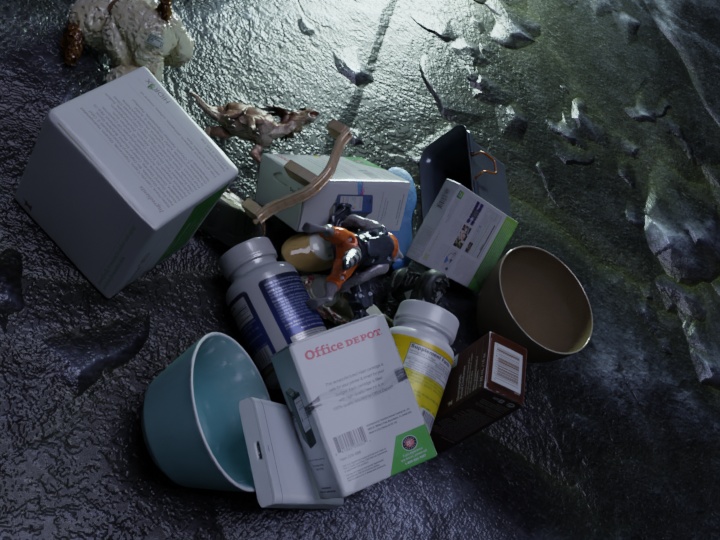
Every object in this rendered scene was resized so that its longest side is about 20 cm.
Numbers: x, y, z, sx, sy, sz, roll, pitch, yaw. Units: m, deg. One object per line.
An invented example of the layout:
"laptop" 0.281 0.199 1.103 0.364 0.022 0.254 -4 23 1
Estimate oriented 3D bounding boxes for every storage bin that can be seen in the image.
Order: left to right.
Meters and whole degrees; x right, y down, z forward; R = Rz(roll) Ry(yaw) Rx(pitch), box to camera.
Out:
"storage bin" 0.207 -0.147 1.612 0.134 0.145 0.200 23 50 -35

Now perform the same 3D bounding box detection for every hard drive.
"hard drive" -0.086 0.240 1.144 0.200 0.027 0.132 34 37 -63

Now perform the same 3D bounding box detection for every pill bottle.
"pill bottle" -0.123 0.058 1.254 0.111 0.111 0.200 -16 73 -41
"pill bottle" 0.070 0.152 1.291 0.114 0.114 0.200 28 68 -17

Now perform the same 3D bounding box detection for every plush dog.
"plush dog" -0.367 -0.374 1.358 0.171 0.161 0.200 18 46 9

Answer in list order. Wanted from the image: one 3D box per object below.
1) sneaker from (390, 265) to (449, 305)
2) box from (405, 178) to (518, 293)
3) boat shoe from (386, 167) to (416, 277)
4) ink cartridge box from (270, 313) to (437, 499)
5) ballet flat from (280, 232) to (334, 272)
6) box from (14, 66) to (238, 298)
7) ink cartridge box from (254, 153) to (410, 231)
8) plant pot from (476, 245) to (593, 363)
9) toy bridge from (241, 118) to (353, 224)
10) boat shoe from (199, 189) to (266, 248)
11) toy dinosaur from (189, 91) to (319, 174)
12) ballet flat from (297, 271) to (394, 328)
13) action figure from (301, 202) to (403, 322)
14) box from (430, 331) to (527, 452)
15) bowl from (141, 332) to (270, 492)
"sneaker" 0.085 0.029 1.390 0.090 0.200 0.067 34 80 8
"box" 0.173 -0.053 1.482 0.036 0.145 0.200 32 5 42
"boat shoe" 0.048 -0.082 1.500 0.084 0.069 0.200 15 58 -11
"ink cartridge box" -0.010 0.174 1.145 0.146 0.084 0.200 -16 82 -27
"ballet flat" -0.042 -0.040 1.380 0.200 0.063 0.069 -8 69 -53
"box" -0.312 -0.115 1.172 0.200 0.199 0.171 48 47 0
"ink cartridge box" -0.046 -0.125 1.400 0.200 0.088 0.145 -1 24 -37
"plant pot" 0.275 0.076 1.506 0.200 0.134 0.201 18 54 -26
"toy bridge" -0.082 -0.135 1.269 0.067 0.027 0.200 34 72 35
"boat shoe" -0.228 -0.099 1.318 0.200 0.076 0.074 36 18 1
"toy dinosaur" -0.180 -0.242 1.435 0.200 0.086 0.136 22 42 -6
"ballet flat" -0.024 0.051 1.361 0.200 0.064 0.076 32 47 -13
"action figure" 0.000 0.000 1.274 0.193 0.104 0.200 -21 99 -53
"box" 0.156 0.182 1.309 0.075 0.200 0.100 26 49 -16
"bowl" -0.195 0.187 1.094 0.201 0.105 0.201 56 22 -37
